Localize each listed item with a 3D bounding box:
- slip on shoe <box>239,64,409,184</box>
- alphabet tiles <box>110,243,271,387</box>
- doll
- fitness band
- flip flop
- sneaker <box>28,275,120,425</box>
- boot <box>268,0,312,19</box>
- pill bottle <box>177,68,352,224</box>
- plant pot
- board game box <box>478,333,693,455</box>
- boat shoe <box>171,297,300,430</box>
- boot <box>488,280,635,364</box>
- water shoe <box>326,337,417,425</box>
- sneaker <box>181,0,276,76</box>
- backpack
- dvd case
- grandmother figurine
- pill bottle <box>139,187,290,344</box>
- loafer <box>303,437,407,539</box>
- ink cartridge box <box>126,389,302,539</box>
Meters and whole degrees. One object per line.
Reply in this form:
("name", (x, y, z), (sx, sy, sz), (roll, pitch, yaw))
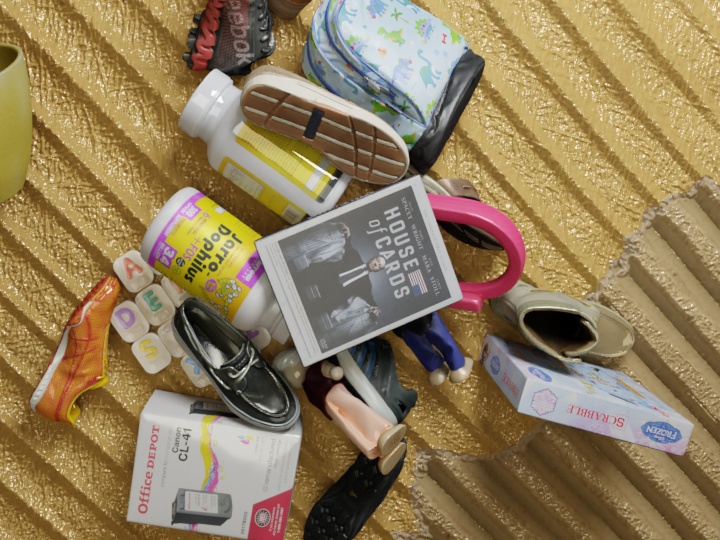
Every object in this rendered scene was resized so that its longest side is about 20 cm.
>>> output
("slip on shoe", (-0.035, -0.162, 0.834), (0.198, 0.061, 0.076), (20, 128, -14))
("alphabet tiles", (-0.211, 0.041, 0.962), (0.199, 0.015, 0.197), (-32, 99, 2))
("doll", (0.061, 0.053, 0.933), (0.201, 0.136, 0.049), (51, 53, -17))
("fitness band", (0.098, -0.023, 0.915), (0.197, 0.038, 0.145), (9, 128, 18))
("flip flop", (0.108, -0.093, 0.939), (0.199, 0.081, 0.058), (39, 80, -3))
("sneaker", (-0.335, 0.097, 0.941), (0.076, 0.073, 0.202), (25, 106, -14))
("boot", (-0.117, -0.375, 0.828), (0.200, 0.155, 0.077), (44, 67, -10))
("pill bottle", (-0.108, -0.142, 0.892), (0.199, 0.112, 0.113), (35, 95, -8))
("plant pot", (-0.449, -0.148, 0.846), (0.197, 0.201, 0.143), (-11, 125, -2))
("board game box", (0.259, 0.143, 0.916), (0.197, 0.200, 0.042), (16, 98, -5))
("boat shoe", (-0.152, 0.114, 0.909), (0.199, 0.071, 0.072), (40, 65, 4))
("boot", (0.264, 0.073, 0.927), (0.198, 0.155, 0.073), (20, 97, -6))
("water shoe", (-0.004, 0.107, 0.970), (0.079, 0.071, 0.201), (-34, 96, -29))
("sneaker", (-0.130, -0.291, 0.850), (0.097, 0.201, 0.072), (16, 55, -18))
("backpack", (0.030, -0.237, 0.877), (0.198, 0.154, 0.164), (29, 69, 8))
("dvd case", (0.000, 0.000, 0.850), (0.198, 0.025, 0.152), (-22, 100, -5))
("grandmother figurine", (-0.033, 0.155, 0.923), (0.060, 0.199, 0.123), (-30, 139, -37))
("pill bottle", (-0.150, -0.001, 0.894), (0.199, 0.104, 0.105), (35, 95, -1))
("loafer", (-0.004, 0.293, 0.987), (0.068, 0.070, 0.202), (43, 111, 23))
("ink cartridge box", (-0.180, 0.247, 0.960), (0.197, 0.086, 0.150), (9, 98, -7))
